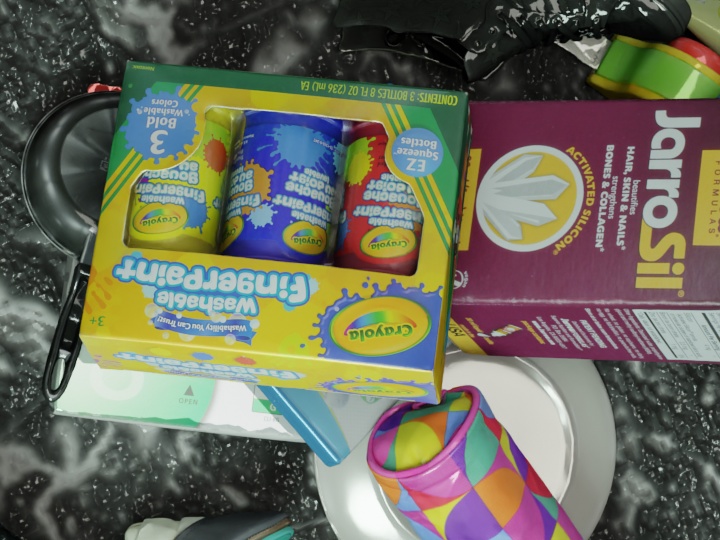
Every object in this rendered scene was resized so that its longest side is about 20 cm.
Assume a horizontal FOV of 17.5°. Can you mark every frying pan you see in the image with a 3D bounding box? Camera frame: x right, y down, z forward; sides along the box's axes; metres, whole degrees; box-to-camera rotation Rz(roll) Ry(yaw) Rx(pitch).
[{"bbox_3d":[-0.165,-0.030,1.376,0.115,0.031,0.190,38,64,-1],"label":"frying pan"}]

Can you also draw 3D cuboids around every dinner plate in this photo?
[{"bbox_3d":[0.069,0.113,1.468,0.199,0.024,0.201,0,90,-13],"label":"dinner plate"}]

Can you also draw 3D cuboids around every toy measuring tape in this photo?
[{"bbox_3d":[0.168,-0.131,1.466,0.200,0.074,0.074,33,83,-12],"label":"toy measuring tape"}]

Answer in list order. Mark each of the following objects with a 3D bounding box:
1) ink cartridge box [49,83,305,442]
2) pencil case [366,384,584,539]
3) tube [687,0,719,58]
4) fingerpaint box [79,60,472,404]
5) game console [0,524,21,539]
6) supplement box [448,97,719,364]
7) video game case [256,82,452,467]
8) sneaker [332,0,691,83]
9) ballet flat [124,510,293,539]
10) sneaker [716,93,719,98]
[{"bbox_3d":[-0.097,-0.004,1.414,0.160,0.050,0.201,7,91,-14],"label":"ink cartridge box"},{"bbox_3d":[0.084,0.157,1.408,0.088,0.088,0.200,-42,120,-10],"label":"pencil case"},{"bbox_3d":[0.272,-0.128,1.498,0.200,0.058,0.052,37,82,-11],"label":"tube"},{"bbox_3d":[-0.045,-0.022,1.320,0.199,0.073,0.168,6,72,6],"label":"fingerpaint box"},{"bbox_3d":[-0.249,0.241,1.355,0.200,0.170,0.118,-52,136,-9],"label":"game console"},{"bbox_3d":[0.144,-0.022,1.371,0.199,0.103,0.132,0,69,23],"label":"supplement box"},{"bbox_3d":[0.000,0.000,1.421,0.143,0.018,0.200,50,61,-10],"label":"video game case"},{"bbox_3d":[0.092,-0.151,1.426,0.199,0.060,0.105,23,74,16],"label":"sneaker"},{"bbox_3d":[-0.133,0.193,1.396,0.200,0.073,0.073,-40,99,-4],"label":"ballet flat"},{"bbox_3d":[0.231,-0.053,1.451,0.200,0.081,0.077,-43,71,13],"label":"sneaker"}]
